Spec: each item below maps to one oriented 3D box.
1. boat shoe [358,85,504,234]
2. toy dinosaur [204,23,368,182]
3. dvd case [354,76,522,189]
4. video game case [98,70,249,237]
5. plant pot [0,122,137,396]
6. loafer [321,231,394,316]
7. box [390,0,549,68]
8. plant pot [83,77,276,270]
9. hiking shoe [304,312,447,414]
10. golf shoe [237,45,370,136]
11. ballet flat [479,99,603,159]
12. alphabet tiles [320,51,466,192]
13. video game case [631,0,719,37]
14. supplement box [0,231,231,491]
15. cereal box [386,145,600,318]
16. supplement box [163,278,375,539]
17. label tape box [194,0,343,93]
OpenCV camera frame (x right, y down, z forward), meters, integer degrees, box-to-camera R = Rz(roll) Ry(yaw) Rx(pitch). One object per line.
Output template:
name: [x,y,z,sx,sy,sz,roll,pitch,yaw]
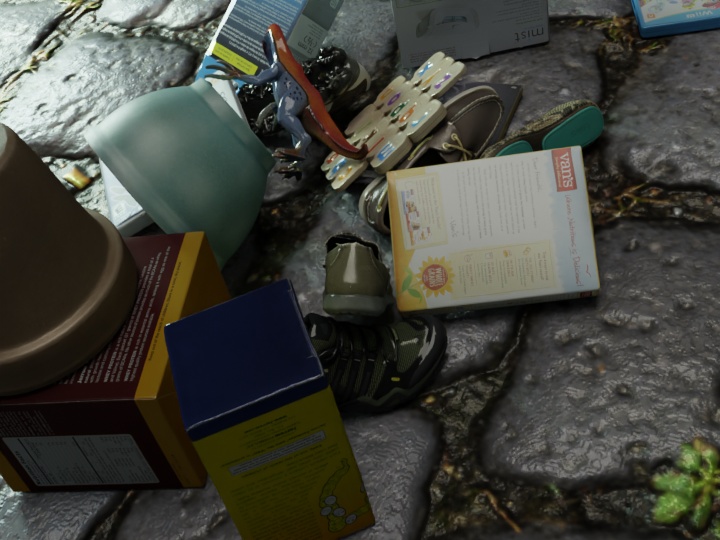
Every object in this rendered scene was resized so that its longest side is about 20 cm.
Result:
boat shoe: [0.084,-0.115,1.030,0.200,0.072,0.060,-43,25,-2]
toy dinosaur: [-0.074,-0.202,1.118,0.195,0.105,0.186,0,74,12]
dvd case: [0.095,-0.160,1.142,0.146,0.016,0.202,9,51,23]
video game case: [-0.229,-0.147,1.187,0.198,0.023,0.184,-31,44,5]
plant pot: [-0.310,-0.027,0.823,0.196,0.177,0.203,-8,43,8]
loafer: [0.000,0.000,0.912,0.073,0.071,0.200,3,4,-2]
box: [0.132,-0.368,1.221,0.196,0.178,0.098,-10,44,6]
plant pot: [-0.173,-0.114,1.018,0.134,0.201,0.200,-43,48,-2]
hiking shoe: [-0.013,0.080,0.876,0.197,0.102,0.076,-23,45,-8]
golf shoe: [-0.075,-0.211,1.212,0.197,0.094,0.080,-13,81,33]
ballet flat: [0.182,-0.128,1.063,0.198,0.069,0.075,-33,25,-24]
alphabet tiles: [0.036,-0.168,1.096,0.195,0.015,0.200,-43,23,5]
video game case: [0.422,-0.374,1.257,0.140,0.018,0.203,-6,46,10]
supplement box: [-0.239,0.085,0.913,0.195,0.134,0.200,-4,45,12]
cereal box: [0.128,-0.037,0.951,0.195,0.040,0.147,-6,76,9]
supplement box: [-0.069,0.127,0.774,0.108,0.202,0.110,-20,44,-5]
label tape box: [-0.125,-0.313,1.306,0.143,0.066,0.203,35,101,39]
